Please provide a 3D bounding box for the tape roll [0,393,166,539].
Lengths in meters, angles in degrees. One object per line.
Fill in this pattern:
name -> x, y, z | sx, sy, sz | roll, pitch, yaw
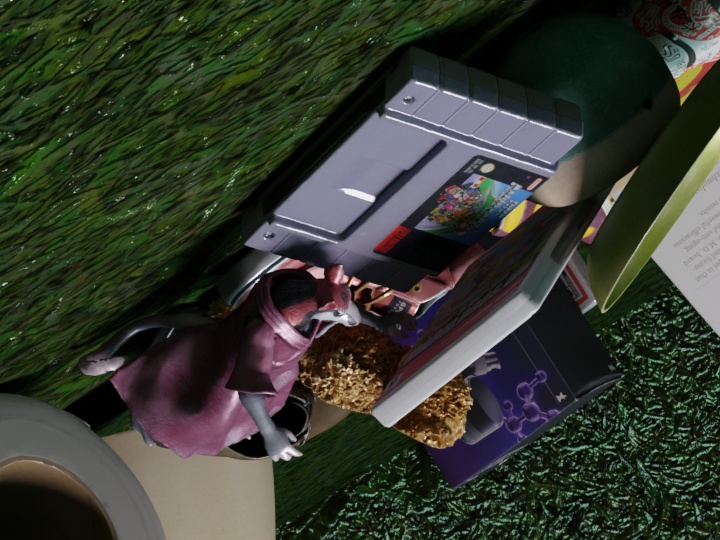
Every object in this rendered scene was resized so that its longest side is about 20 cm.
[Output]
tape roll -> -0.238, 0.199, 1.626 | 0.139, 0.203, 0.202 | -38, 170, 34

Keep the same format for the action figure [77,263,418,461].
action figure -> -0.065, 0.040, 1.634 | 0.134, 0.149, 0.200 | -44, 178, -44

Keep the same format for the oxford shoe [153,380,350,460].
oxford shoe -> -0.058, 0.106, 1.827 | 0.084, 0.073, 0.199 | 11, -166, 36

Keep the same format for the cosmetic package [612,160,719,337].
cosmetic package -> 0.332, -0.074, 2.096 | 0.166, 0.200, 0.167 | -40, -177, 39

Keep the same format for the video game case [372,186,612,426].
video game case -> 0.090, 0.011, 1.636 | 0.143, 0.017, 0.200 | -40, -173, 34

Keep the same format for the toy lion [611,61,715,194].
toy lion -> 0.199, -0.128, 1.910 | 0.200, 0.069, 0.191 | -38, 163, 33

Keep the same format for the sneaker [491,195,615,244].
sneaker -> 0.119, -0.058, 1.815 | 0.090, 0.075, 0.200 | -39, 147, 4

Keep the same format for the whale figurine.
whale figurine -> 0.109, -0.105, 1.630 | 0.159, 0.104, 0.199 | -43, -158, -32

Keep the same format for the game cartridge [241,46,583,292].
game cartridge -> 0.031, -0.055, 1.540 | 0.129, 0.039, 0.200 | 20, 142, -24

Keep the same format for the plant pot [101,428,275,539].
plant pot -> -0.137, 0.214, 1.914 | 0.186, 0.202, 0.187 | -15, 178, -1

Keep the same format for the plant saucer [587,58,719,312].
plant saucer -> 0.197, -0.064, 1.583 | 0.200, 0.031, 0.200 | -53, 171, -12

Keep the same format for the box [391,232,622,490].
box -> 0.078, 0.038, 1.884 | 0.141, 0.201, 0.079 | -39, 169, 32

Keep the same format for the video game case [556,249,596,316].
video game case -> 0.079, 0.012, 1.937 | 0.200, 0.144, 0.017 | -39, 167, 35

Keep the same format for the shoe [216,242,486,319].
shoe -> 0.000, 0.000, 1.755 | 0.199, 0.091, 0.071 | -28, 170, -33

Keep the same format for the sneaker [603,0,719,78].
sneaker -> 0.224, -0.166, 1.747 | 0.108, 0.068, 0.201 | -34, 168, 14

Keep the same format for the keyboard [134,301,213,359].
keyboard -> -0.129, 0.057, 1.846 | 0.105, 0.040, 0.200 | -59, 164, 11

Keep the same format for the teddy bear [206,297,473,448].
teddy bear -> -0.012, 0.056, 1.779 | 0.145, 0.199, 0.067 | 13, 101, -60
